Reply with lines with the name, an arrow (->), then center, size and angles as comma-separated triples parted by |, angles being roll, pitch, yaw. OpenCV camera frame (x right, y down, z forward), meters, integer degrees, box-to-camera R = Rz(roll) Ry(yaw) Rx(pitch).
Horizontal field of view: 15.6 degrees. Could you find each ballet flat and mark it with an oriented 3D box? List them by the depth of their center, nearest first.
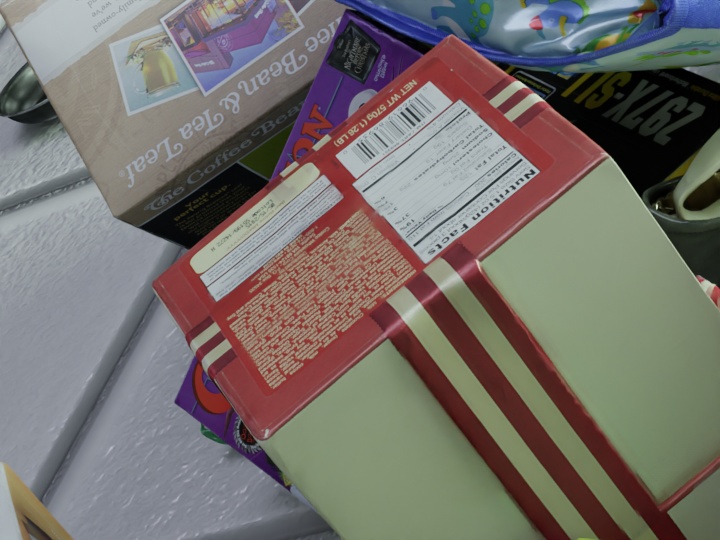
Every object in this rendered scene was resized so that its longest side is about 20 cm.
ballet flat -> 0.204, -0.055, 1.098 | 0.200, 0.068, 0.068 | -33, 25, 12

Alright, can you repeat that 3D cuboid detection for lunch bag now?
lunch bag -> 0.116, -0.142, 1.138 | 0.170, 0.128, 0.200 | -7, 27, -43

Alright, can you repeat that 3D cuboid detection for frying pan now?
frying pan -> -0.193, -0.160, 1.836 | 0.115, 0.031, 0.190 | -24, 26, 28

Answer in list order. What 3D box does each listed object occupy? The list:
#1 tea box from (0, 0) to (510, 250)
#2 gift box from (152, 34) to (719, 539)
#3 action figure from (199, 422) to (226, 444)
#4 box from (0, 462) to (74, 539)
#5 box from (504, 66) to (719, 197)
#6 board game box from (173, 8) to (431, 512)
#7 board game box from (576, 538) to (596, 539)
tea box -> -0.039, -0.116, 1.339 | 0.200, 0.134, 0.197 | -34, -16, 10
gift box -> 0.053, 0.036, 1.008 | 0.184, 0.187, 0.200 | -37, 27, 3
action figure -> -0.023, 0.009, 1.245 | 0.200, 0.054, 0.118 | -59, 29, 28
box -> -0.123, 0.196, 1.020 | 0.106, 0.152, 0.200 | -37, 26, 2
box -> 0.091, -0.034, 1.238 | 0.160, 0.049, 0.200 | -40, 25, -6
board game box -> 0.000, 0.000, 1.159 | 0.120, 0.032, 0.201 | 35, 107, 40
board game box -> 0.081, 0.161, 0.840 | 0.101, 0.048, 0.200 | 2, 28, 29
